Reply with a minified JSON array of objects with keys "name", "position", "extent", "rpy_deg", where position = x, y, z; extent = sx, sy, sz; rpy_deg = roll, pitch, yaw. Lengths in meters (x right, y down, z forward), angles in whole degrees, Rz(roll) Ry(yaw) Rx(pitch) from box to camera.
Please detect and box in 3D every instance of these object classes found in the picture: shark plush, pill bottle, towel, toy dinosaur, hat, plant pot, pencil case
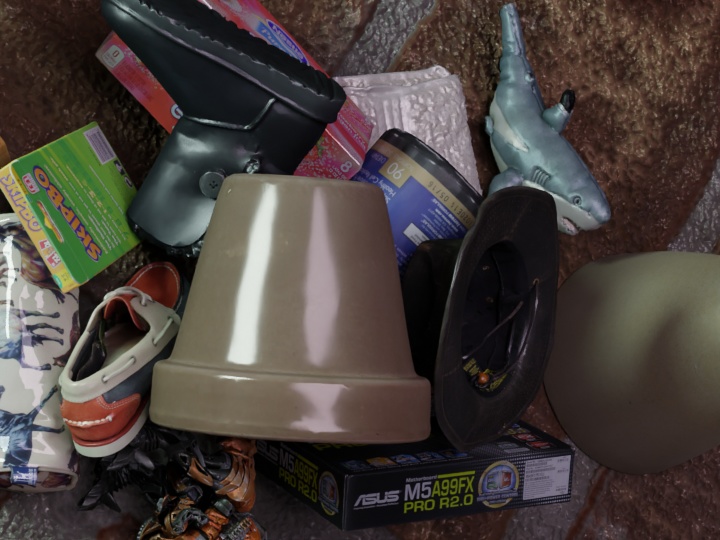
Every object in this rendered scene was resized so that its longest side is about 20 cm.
[{"name":"shark plush","position":[0.154,-0.121,1.811],"extent":[0.090,0.083,0.202],"rpy_deg":[15,61,-41]},{"name":"pill bottle","position":[0.000,0.000,1.661],"extent":[0.112,0.112,0.200],"rpy_deg":[42,85,-14]},{"name":"towel","position":[0.040,-0.063,1.765],"extent":[0.132,0.034,0.202],"rpy_deg":[-9,84,-28]},{"name":"toy dinosaur","position":[-0.125,0.162,1.592],"extent":[0.135,0.103,0.201],"rpy_deg":[26,30,-10]},{"name":"hat","position":[0.076,0.027,1.595],"extent":[0.200,0.080,0.202],"rpy_deg":[-33,131,-47]},{"name":"plant pot","position":[0.276,0.060,1.772],"extent":[0.186,0.200,0.189],"rpy_deg":[6,76,-27]},{"name":"plant pot","position":[-0.043,0.025,1.513],"extent":[0.199,0.200,0.176],"rpy_deg":[5,89,-27]},{"name":"pencil case","position":[-0.244,0.058,1.564],"extent":[0.089,0.077,0.202],"rpy_deg":[8,76,-43]}]

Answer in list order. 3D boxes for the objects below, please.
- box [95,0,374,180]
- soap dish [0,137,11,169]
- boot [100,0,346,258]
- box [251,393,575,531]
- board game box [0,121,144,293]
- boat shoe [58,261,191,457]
[{"name":"box","position":[-0.092,-0.136,1.654],"extent":[0.200,0.095,0.103],"rpy_deg":[46,20,-12]},{"name":"soap dish","position":[-0.356,-0.111,1.537],"extent":[0.157,0.081,0.201],"rpy_deg":[-42,101,-28]},{"name":"boot","position":[-0.130,-0.100,1.575],"extent":[0.199,0.077,0.169],"rpy_deg":[28,109,-12]},{"name":"box","position":[0.037,0.140,1.649],"extent":[0.198,0.160,0.045],"rpy_deg":[-4,105,-28]},{"name":"board game box","position":[-0.202,-0.047,1.562],"extent":[0.030,0.200,0.096],"rpy_deg":[-29,95,13]},{"name":"boat shoe","position":[-0.168,0.049,1.570],"extent":[0.201,0.071,0.063],"rpy_deg":[-68,148,-52]}]
